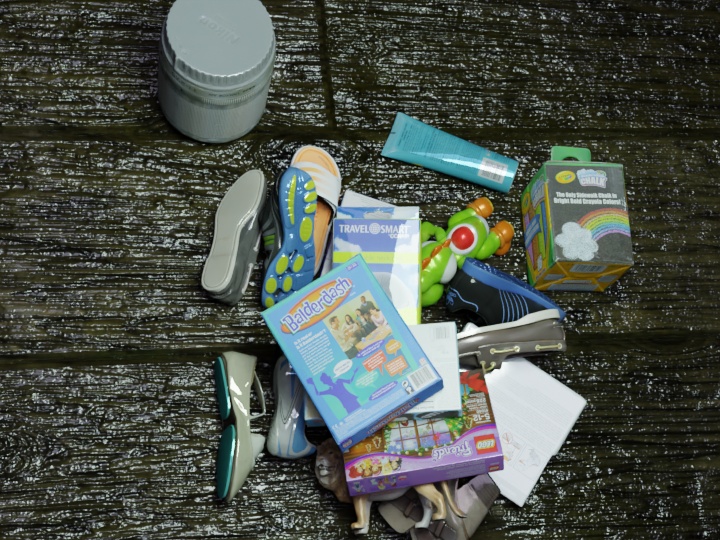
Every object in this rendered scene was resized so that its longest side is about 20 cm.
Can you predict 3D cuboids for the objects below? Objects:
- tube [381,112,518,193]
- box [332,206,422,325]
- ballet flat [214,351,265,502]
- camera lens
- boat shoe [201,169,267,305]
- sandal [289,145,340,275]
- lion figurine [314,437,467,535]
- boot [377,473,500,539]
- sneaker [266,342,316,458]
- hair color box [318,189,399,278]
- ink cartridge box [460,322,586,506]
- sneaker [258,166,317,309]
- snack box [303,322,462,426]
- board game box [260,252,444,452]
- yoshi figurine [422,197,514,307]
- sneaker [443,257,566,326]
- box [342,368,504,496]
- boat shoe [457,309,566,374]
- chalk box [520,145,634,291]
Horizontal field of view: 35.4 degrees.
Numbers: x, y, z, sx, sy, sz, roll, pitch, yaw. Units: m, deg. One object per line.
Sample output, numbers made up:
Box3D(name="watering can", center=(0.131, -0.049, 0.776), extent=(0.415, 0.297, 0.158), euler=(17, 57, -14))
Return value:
Box3D(name="tube", center=(0.136, -0.172, 1.692), extent=(0.199, 0.050, 0.078), euler=(21, 64, 2))
Box3D(name="box", center=(0.022, 0.009, 1.512), extent=(0.121, 0.048, 0.202), euler=(0, 82, 2))
Box3D(name="ballet flat", center=(-0.155, 0.203, 1.489), extent=(0.069, 0.070, 0.202), euler=(0, 70, -11))
Box3D(name="camera lens", center=(-0.202, -0.285, 1.580), extent=(0.158, 0.200, 0.161), euler=(4, 69, -10))
Box3D(name="boat shoe", center=(-0.170, -0.045, 1.585), extent=(0.066, 0.057, 0.201), euler=(1, 61, 28))
Box3D(name="sandal", center=(-0.067, -0.089, 1.611), extent=(0.078, 0.059, 0.208), euler=(9, 69, -8))
Box3D(name="lion figurine", center=(0.037, 0.271, 1.458), extent=(0.198, 0.073, 0.124), euler=(-6, 66, 11))
Box3D(name="boot", center=(0.084, 0.275, 1.495), extent=(0.146, 0.070, 0.201), euler=(-38, 70, 3))
Box3D(name="sneaker", center=(-0.084, 0.153, 1.516), extent=(0.072, 0.072, 0.202), euler=(8, 71, -15))
Box3D(name="hair color box", center=(0.000, 0.000, 1.591), extent=(0.108, 0.065, 0.201), euler=(18, 67, -4))
Box3D(name="ink cartridge box", center=(0.185, 0.199, 1.566), extent=(0.199, 0.044, 0.174), euler=(34, 81, 3))
Box3D(name="sneaker", center=(-0.102, -0.044, 1.559), extent=(0.070, 0.083, 0.201), euler=(2, 103, -23))
Box3D(name="snack box", center=(0.027, 0.132, 1.436), extent=(0.198, 0.037, 0.117), euler=(-4, 67, 5))
Box3D(name="board game box", center=(-0.011, 0.100, 1.409), extent=(0.151, 0.045, 0.201), euler=(-30, 68, -5))
Box3D(name="yoshi figurine", center=(0.124, -0.016, 1.620), extent=(0.199, 0.112, 0.113), euler=(-34, 120, -34))
Box3D(name="sneaker", center=(0.203, 0.049, 1.598), extent=(0.199, 0.070, 0.078), euler=(24, 103, -30))
Box3D(name="box", center=(0.073, 0.204, 1.439), extent=(0.198, 0.039, 0.138), euler=(-10, 48, 0))
Box3D(name="boat shoe", center=(0.183, 0.105, 1.528), extent=(0.198, 0.072, 0.060), euler=(-14, 77, -12))
Box3D(name="chalk box", center=(0.312, -0.083, 1.651), extent=(0.124, 0.124, 0.202), euler=(2, 69, -9))
